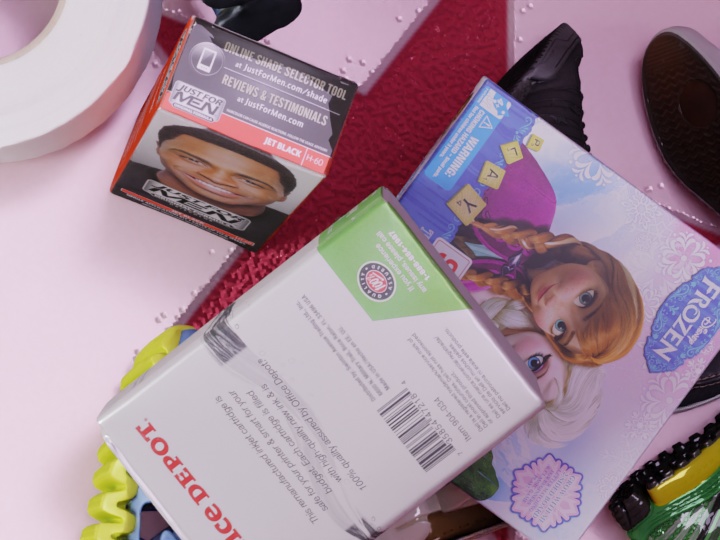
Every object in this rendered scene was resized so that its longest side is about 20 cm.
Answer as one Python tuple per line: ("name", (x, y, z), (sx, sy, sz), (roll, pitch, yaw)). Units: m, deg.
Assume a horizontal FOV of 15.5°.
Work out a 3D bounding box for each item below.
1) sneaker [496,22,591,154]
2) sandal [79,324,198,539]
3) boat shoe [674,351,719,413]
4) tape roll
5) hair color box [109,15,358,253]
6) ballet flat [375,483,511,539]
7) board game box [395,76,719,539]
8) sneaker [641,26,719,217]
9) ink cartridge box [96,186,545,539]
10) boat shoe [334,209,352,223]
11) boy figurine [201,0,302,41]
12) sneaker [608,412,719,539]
("sneaker", (0.115, -0.061, 1.602), (0.104, 0.060, 0.200), (43, 43, -8))
("sandal", (-0.111, 0.132, 1.529), (0.087, 0.079, 0.200), (13, 84, -13))
("boat shoe", (0.161, 0.048, 1.613), (0.200, 0.060, 0.074), (-1, 77, -13))
("tape roll", (-0.217, -0.166, 1.542), (0.202, 0.071, 0.203), (0, 86, 2))
("hair color box", (-0.076, -0.074, 1.512), (0.101, 0.200, 0.061), (22, 74, -7))
("ballet flat", (0.044, 0.134, 1.564), (0.200, 0.067, 0.068), (-18, 82, -16))
("board game box", (0.092, 0.028, 1.505), (0.199, 0.041, 0.200), (35, 94, -3))
("sneaker", (0.252, -0.069, 1.667), (0.085, 0.073, 0.200), (-22, 76, -47))
("ink cartridge box", (-0.022, 0.072, 1.447), (0.200, 0.084, 0.146), (-37, 95, 5))
("boat shoe", (0.000, 0.000, 1.585), (0.200, 0.072, 0.068), (-23, 79, -23))
("boy figurine", (-0.101, -0.220, 1.588), (0.064, 0.124, 0.200), (-23, 52, -6))
("sneaker", (0.251, 0.119, 1.619), (0.200, 0.078, 0.085), (-35, 94, -8))
